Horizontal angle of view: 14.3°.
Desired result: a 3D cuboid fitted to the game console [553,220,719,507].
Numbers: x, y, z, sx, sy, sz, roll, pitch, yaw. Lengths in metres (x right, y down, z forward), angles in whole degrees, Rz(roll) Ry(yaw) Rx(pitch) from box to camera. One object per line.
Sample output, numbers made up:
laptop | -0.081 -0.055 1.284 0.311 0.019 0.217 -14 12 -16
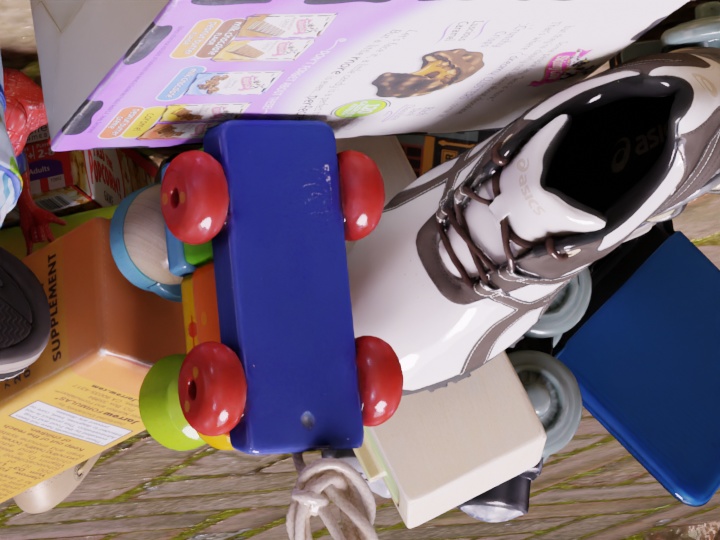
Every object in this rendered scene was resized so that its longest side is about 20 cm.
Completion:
game console | 0.115 0.046 1.497 0.170 0.119 0.200 -11 -166 29

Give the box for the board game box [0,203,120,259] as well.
board game box | -0.140 0.016 1.285 0.199 0.048 0.102 -12 162 12

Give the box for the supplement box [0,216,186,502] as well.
supplement box | -0.150 0.050 1.206 0.069 0.067 0.199 19 144 -40

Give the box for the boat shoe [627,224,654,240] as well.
boat shoe | 0.066 -0.022 1.460 0.199 0.071 0.070 -18 164 7

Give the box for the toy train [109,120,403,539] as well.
toy train | -0.046 0.051 1.083 0.084 0.202 0.116 -2 172 -32

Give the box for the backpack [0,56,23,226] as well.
backpack | -0.217 -0.047 1.021 0.163 0.155 0.199 -29 170 40

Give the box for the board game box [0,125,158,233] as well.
board game box | -0.175 -0.022 1.323 0.150 0.047 0.200 -11 167 9

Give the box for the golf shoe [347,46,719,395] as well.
golf shoe | 0.055 -0.022 1.073 0.200 0.078 0.094 -37 167 13

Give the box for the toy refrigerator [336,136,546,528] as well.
toy refrigerator | 0.000 0.000 1.172 0.070 0.201 0.076 -26 169 -5

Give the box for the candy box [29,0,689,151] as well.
candy box | -0.002 -0.104 1.035 0.199 0.072 0.168 -4 166 -23

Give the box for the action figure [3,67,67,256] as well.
action figure | -0.196 -0.027 1.177 0.199 0.100 0.065 -11 -157 1

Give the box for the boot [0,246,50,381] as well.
boot | -0.233 0.044 1.150 0.199 0.074 0.151 1 145 -17

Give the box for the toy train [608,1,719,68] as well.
toy train | 0.202 -0.083 1.273 0.199 0.086 0.114 -10 180 -7

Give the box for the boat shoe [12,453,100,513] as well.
boat shoe | -0.135 0.047 1.422 0.071 0.065 0.200 -6 -154 26

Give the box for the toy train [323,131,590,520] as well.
toy train | 0.041 0.008 1.263 0.113 0.201 0.085 7 168 -5

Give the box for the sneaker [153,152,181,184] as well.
sneaker | 0.003 -0.040 1.356 0.199 0.075 0.085 13 120 -21
